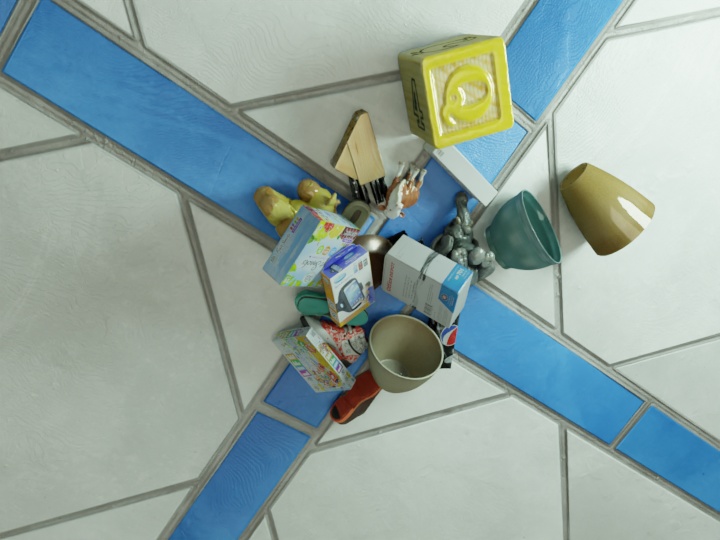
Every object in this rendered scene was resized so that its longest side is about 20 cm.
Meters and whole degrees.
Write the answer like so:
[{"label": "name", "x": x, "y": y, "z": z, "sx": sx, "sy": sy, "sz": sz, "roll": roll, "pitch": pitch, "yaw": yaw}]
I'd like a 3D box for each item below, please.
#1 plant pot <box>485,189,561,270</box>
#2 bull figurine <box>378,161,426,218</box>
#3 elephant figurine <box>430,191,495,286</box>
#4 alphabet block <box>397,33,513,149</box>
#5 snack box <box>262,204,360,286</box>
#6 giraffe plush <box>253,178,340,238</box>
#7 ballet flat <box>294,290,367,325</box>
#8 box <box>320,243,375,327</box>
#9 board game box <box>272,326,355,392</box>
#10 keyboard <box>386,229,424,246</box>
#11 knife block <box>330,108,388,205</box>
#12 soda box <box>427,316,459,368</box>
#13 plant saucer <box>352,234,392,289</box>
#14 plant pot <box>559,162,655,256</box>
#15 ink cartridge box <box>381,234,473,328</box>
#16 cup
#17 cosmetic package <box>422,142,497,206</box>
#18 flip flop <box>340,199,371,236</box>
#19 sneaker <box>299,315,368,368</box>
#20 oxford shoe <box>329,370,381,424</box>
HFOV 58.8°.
[{"label": "plant pot", "x": 0.399, "y": -0.084, "z": 1.612, "sx": 0.133, "sy": 0.202, "sz": 0.201, "roll": -27, "pitch": 118, "yaw": 28}, {"label": "bull figurine", "x": 0.101, "y": -0.187, "z": 1.496, "sx": 0.064, "sy": 0.200, "sz": 0.123, "roll": 25, "pitch": 105, "yaw": 8}, {"label": "elephant figurine", "x": 0.249, "y": -0.064, "z": 1.605, "sx": 0.154, "sy": 0.201, "sz": 0.142, "roll": -28, "pitch": 140, "yaw": 5}, {"label": "alphabet block", "x": 0.208, "y": -0.403, "z": 1.422, "sx": 0.193, "sy": 0.200, "sz": 0.199, "roll": -18, "pitch": 114, "yaw": -6}, {"label": "snack box", "x": -0.106, "y": -0.049, "z": 1.425, "sx": 0.068, "sy": 0.199, "sz": 0.170, "roll": 40, "pitch": 103, "yaw": 22}, {"label": "giraffe plush", "x": -0.132, "y": -0.140, "z": 1.478, "sx": 0.161, "sy": 0.173, "sz": 0.201, "roll": -37, "pitch": 123, "yaw": -5}, {"label": "ballet flat", "x": -0.074, "y": 0.087, "z": 1.618, "sx": 0.197, "sy": 0.071, "sz": 0.068, "roll": 14, "pitch": 109, "yaw": -21}, {"label": "box", "x": -0.027, "y": 0.031, "z": 1.512, "sx": 0.118, "sy": 0.041, "sz": 0.202, "roll": -36, "pitch": 144, "yaw": -22}, {"label": "board game box", "x": -0.119, "y": 0.232, "z": 1.638, "sx": 0.133, "sy": 0.034, "sz": 0.201, "roll": -13, "pitch": 123, "yaw": 42}, {"label": "keyboard", "x": 0.142, "y": -0.020, "z": 1.655, "sx": 0.103, "sy": 0.040, "sz": 0.201, "roll": -21, "pitch": 117, "yaw": 21}, {"label": "knife block", "x": 0.026, "y": -0.254, "z": 1.513, "sx": 0.174, "sy": 0.064, "sz": 0.202, "roll": 22, "pitch": 104, "yaw": -21}, {"label": "soda box", "x": 0.219, "y": 0.160, "z": 1.714, "sx": 0.062, "sy": 0.071, "sz": 0.203, "roll": 1, "pitch": 110, "yaw": -14}, {"label": "plant saucer", "x": 0.000, "y": 0.000, "z": 1.578, "sx": 0.198, "sy": 0.037, "sz": 0.202, "roll": -16, "pitch": 136, "yaw": -16}, {"label": "plant pot", "x": 0.610, "y": -0.174, "z": 1.631, "sx": 0.200, "sy": 0.187, "sz": 0.187, "roll": 43, "pitch": 97, "yaw": -10}, {"label": "ink cartridge box", "x": 0.158, "y": 0.027, "z": 1.546, "sx": 0.086, "sy": 0.198, "sz": 0.147, "roll": -47, "pitch": 157, "yaw": -31}, {"label": "cup", "x": 0.099, "y": 0.238, "z": 1.668, "sx": 0.197, "sy": 0.202, "sz": 0.144, "roll": 6, "pitch": 136, "yaw": -15}, {"label": "cosmetic package", "x": 0.244, "y": -0.247, "z": 1.557, "sx": 0.199, "sy": 0.083, "sz": 0.051, "roll": 40, "pitch": 96, "yaw": -24}, {"label": "flip flop", "x": -0.033, "y": -0.083, "z": 1.545, "sx": 0.080, "sy": 0.058, "sz": 0.201, "roll": 17, "pitch": 131, "yaw": -21}, {"label": "sneaker", "x": -0.060, "y": 0.155, "z": 1.651, "sx": 0.108, "sy": 0.067, "sz": 0.202, "roll": -41, "pitch": 117, "yaw": 4}, {"label": "oxford shoe", "x": 0.005, "y": 0.344, "z": 1.750, "sx": 0.199, "sy": 0.071, "sz": 0.073, "roll": -40, "pitch": 143, "yaw": 1}]
